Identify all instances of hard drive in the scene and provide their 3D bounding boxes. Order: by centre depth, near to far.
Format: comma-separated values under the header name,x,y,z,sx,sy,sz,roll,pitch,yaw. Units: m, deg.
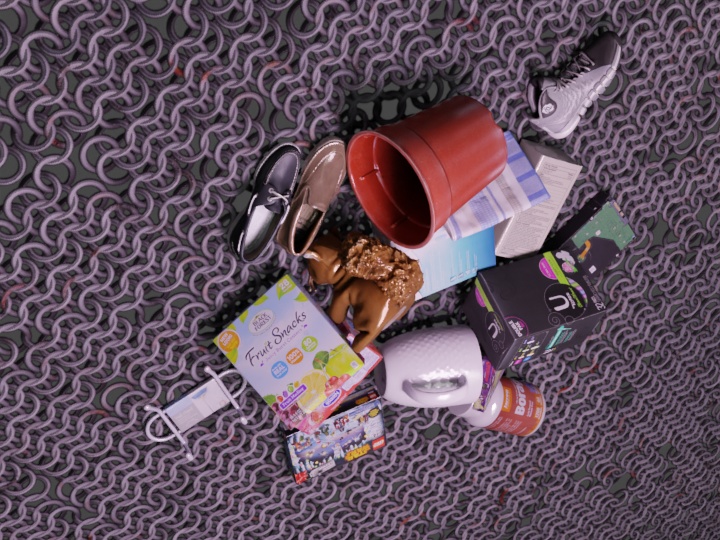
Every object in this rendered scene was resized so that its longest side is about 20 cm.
name,x,y,z,sx,sy,sz,roll,pitch,yaw
hard drive,0.435,-0.043,1.869,0.200,0.038,0.140,-44,131,5

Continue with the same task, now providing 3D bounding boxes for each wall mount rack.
name,x,y,z,sx,sy,sz,roll,pitch,yaw
wall mount rack,-0.283,0.230,1.630,0.199,0.075,0.174,-33,131,-7

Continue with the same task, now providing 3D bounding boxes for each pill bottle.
name,x,y,z,sx,sy,sz,roll,pitch,yaw
pill bottle,0.271,0.266,1.935,0.199,0.112,0.113,17,111,-36

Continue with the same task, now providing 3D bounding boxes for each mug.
name,x,y,z,sx,sy,sz,roll,pitch,yaw
mug,0.125,0.189,1.748,0.174,0.200,0.149,-4,111,-14

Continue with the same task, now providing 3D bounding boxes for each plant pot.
name,x,y,z,sx,sy,sz,roll,pitch,yaw
plant pot,0.114,-0.169,1.504,0.195,0.200,0.202,-33,133,-26

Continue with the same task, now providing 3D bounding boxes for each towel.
name,x,y,z,sx,sy,sz,roll,pitch,yaw
towel,0.204,-0.145,1.613,0.199,0.148,0.024,-23,162,-15

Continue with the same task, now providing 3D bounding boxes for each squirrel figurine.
name,x,y,z,sx,sy,sz,roll,pitch,yaw
squirrel figurine,0.000,0.000,1.560,0.141,0.187,0.200,-37,168,-38

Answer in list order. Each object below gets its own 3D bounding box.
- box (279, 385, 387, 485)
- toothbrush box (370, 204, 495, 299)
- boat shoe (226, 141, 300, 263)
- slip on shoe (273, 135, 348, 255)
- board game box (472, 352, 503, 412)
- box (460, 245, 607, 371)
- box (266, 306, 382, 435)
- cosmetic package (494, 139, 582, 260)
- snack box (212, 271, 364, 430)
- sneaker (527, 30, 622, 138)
name,x,y,z,sx,sy,sz,roll,pitch,yaw
box,-0.049,0.317,1.840,0.199,0.040,0.138,-21,129,-16
toothbrush box,0.129,-0.047,1.665,0.199,0.085,0.147,-23,130,-14
boat shoe,-0.141,-0.103,1.495,0.075,0.060,0.201,12,114,-34
slip on shoe,-0.073,-0.116,1.524,0.076,0.061,0.201,22,108,-37
board game box,0.262,0.167,1.837,0.200,0.032,0.121,-51,148,-53
box,0.311,0.068,1.730,0.198,0.149,0.125,-15,151,-20
box,-0.072,0.178,1.698,0.200,0.096,0.100,-48,129,7
cosmetic package,0.299,-0.123,1.717,0.103,0.073,0.201,10,115,-34
snack box,-0.118,0.132,1.593,0.168,0.068,0.200,-42,92,3
sneaker,0.350,-0.324,1.612,0.115,0.075,0.201,17,112,-33
